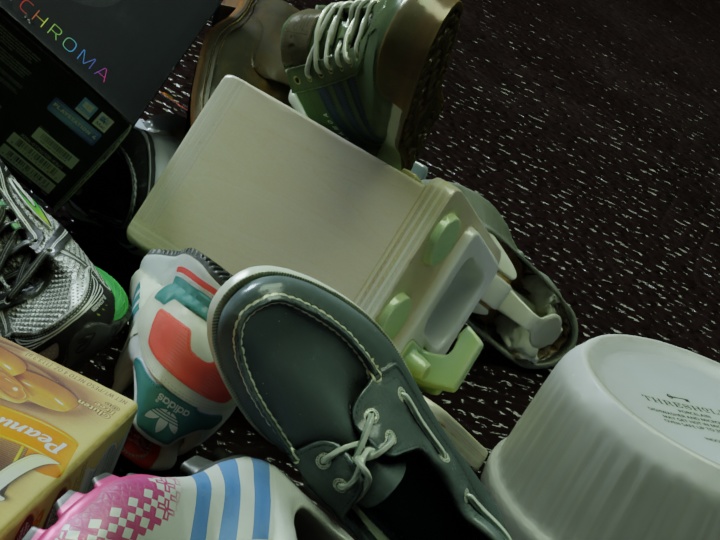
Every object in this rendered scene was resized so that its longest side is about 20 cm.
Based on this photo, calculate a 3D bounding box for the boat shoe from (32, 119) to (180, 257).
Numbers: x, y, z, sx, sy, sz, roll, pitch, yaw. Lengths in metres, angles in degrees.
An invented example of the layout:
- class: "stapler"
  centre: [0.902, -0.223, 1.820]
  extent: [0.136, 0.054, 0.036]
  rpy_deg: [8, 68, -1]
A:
- class: "boat shoe"
  centre: [-0.155, -0.064, 1.207]
  extent: [0.067, 0.074, 0.200]
  rpy_deg: [9, 22, -23]

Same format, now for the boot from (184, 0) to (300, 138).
- class: "boot"
  centre: [-0.048, -0.104, 1.205]
  extent: [0.096, 0.075, 0.201]
  rpy_deg: [10, 36, -1]

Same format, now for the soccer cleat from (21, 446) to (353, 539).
- class: "soccer cleat"
  centre: [-0.066, 0.121, 0.826]
  extent: [0.086, 0.070, 0.200]
  rpy_deg: [30, 20, 19]

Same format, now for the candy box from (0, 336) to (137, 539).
- class: "candy box"
  centre: [-0.178, 0.081, 0.820]
  extent: [0.115, 0.056, 0.200]
  rpy_deg: [24, 18, 6]

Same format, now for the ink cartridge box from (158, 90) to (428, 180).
- class: "ink cartridge box"
  centre: [-0.056, -0.095, 1.343]
  extent: [0.199, 0.048, 0.160]
  rpy_deg: [31, 0, -4]

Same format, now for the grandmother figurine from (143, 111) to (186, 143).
- class: "grandmother figurine"
  centre: [-0.055, -0.036, 1.276]
  extent: [0.199, 0.061, 0.121]
  rpy_deg: [31, 11, 11]

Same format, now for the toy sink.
- class: "toy sink"
  centre: [0.000, 0.000, 1.091]
  extent: [0.199, 0.113, 0.130]
  rpy_deg: [31, -5, 22]

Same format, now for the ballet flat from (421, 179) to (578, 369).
- class: "ballet flat"
  centre: [0.078, 0.005, 1.234]
  extent: [0.064, 0.067, 0.200]
  rpy_deg: [45, 5, 36]

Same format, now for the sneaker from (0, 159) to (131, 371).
- class: "sneaker"
  centre: [-0.182, -0.010, 0.987]
  extent: [0.200, 0.078, 0.086]
  rpy_deg: [35, -22, 43]

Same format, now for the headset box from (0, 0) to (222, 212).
- class: "headset box"
  centre: [-0.171, -0.167, 1.136]
  extent: [0.174, 0.093, 0.201]
  rpy_deg: [41, 42, -11]

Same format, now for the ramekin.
- class: "ramekin"
  centre: [0.169, 0.114, 1.085]
  extent: [0.201, 0.095, 0.203]
  rpy_deg: [21, 20, -8]

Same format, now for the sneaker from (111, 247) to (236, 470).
- class: "sneaker"
  centre: [-0.095, 0.046, 0.991]
  extent: [0.070, 0.094, 0.200]
  rpy_deg: [36, -10, -10]

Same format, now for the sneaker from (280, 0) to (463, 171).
- class: "sneaker"
  centre: [-0.003, -0.105, 1.063]
  extent: [0.089, 0.068, 0.200]
  rpy_deg: [28, -12, 5]

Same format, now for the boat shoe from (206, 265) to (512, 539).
- class: "boat shoe"
  centre: [0.008, 0.079, 0.908]
  extent: [0.201, 0.073, 0.062]
  rpy_deg: [53, -6, -24]
